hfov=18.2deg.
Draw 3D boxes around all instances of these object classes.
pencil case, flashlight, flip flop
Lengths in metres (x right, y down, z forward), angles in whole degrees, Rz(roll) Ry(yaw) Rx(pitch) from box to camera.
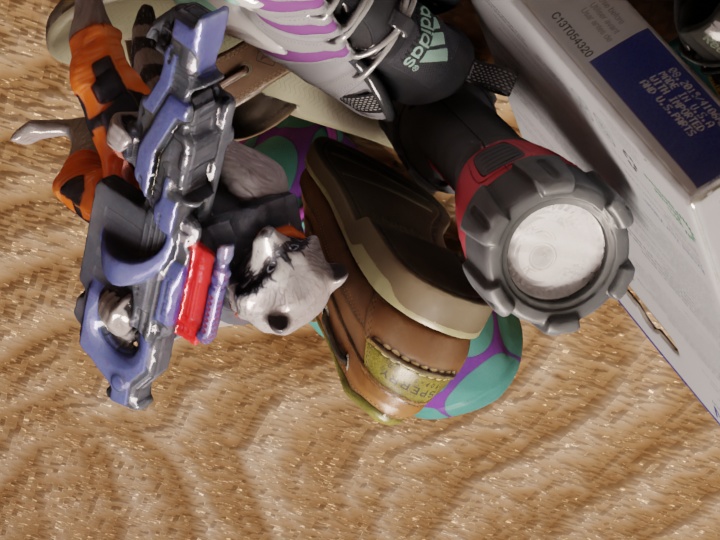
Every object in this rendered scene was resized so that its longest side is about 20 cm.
[{"bbox_3d":[0.003,-0.001,1.159,0.085,0.093,0.200,-39,134,6],"label":"pencil case"},{"bbox_3d":[0.056,-0.036,0.949,0.068,0.068,0.200,18,-168,-17],"label":"flashlight"},{"bbox_3d":[-0.051,-0.087,1.050,0.199,0.058,0.081,18,153,-6],"label":"flip flop"}]

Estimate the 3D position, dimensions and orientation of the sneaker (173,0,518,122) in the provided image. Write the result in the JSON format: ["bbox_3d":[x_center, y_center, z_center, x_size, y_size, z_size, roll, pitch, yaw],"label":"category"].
[{"bbox_3d":[0.006,-0.109,0.902,0.140,0.078,0.200,31,178,-10],"label":"sneaker"}]

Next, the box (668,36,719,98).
[{"bbox_3d":[0.197,-0.085,0.894,0.082,0.049,0.200,58,144,-3],"label":"box"}]

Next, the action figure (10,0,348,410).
[{"bbox_3d":[-0.072,-0.054,0.933,0.194,0.104,0.200,49,137,26],"label":"action figure"}]

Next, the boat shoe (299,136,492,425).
[{"bbox_3d":[0.000,0.000,0.975,0.072,0.068,0.200,24,-164,-15],"label":"boat shoe"}]

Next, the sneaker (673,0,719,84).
[{"bbox_3d":[0.159,-0.082,0.822,0.076,0.091,0.200,-24,98,51],"label":"sneaker"}]

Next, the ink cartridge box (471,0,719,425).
[{"bbox_3d":[0.117,-0.035,0.920,0.043,0.197,0.200,-32,139,-3],"label":"ink cartridge box"}]
